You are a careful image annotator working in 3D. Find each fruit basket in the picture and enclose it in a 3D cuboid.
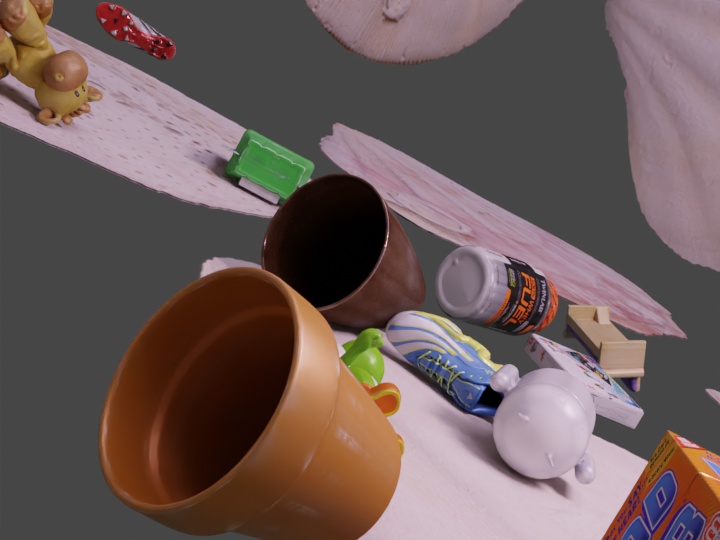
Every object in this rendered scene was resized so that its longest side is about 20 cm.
[{"bbox_3d":[-0.157,-0.166,2.391,0.185,0.094,0.200,28,-4,-7],"label":"fruit basket"}]

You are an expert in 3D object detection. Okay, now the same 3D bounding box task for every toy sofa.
[{"bbox_3d":[0.423,0.136,2.459,0.082,0.098,0.200,0,19,-11],"label":"toy sofa"}]

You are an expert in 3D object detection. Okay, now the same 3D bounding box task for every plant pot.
[{"bbox_3d":[-0.070,0.129,1.097,0.183,0.200,0.200,40,2,-40],"label":"plant pot"},{"bbox_3d":[0.000,0.000,1.844,0.187,0.187,0.200,37,0,37],"label":"plant pot"}]

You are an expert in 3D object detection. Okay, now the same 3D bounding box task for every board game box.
[{"bbox_3d":[0.347,0.171,2.206,0.126,0.035,0.200,23,13,-22],"label":"board game box"},{"bbox_3d":[0.322,0.297,1.212,0.199,0.201,0.200,27,12,-10],"label":"board game box"}]

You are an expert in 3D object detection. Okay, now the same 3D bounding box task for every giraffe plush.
[{"bbox_3d":[-0.469,-0.294,2.073,0.162,0.173,0.200,41,-21,10],"label":"giraffe plush"}]

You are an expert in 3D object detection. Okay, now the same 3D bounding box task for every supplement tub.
[{"bbox_3d":[0.224,0.036,2.274,0.199,0.123,0.122,16,17,-45],"label":"supplement tub"}]

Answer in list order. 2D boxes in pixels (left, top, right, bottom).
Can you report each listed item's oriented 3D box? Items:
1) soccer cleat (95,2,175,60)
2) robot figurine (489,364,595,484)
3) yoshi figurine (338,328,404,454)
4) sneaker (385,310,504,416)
[{"bbox_3d":[-0.502,-0.529,3.130,0.199,0.069,0.085,28,2,-19],"label":"soccer cleat"},{"bbox_3d":[0.220,0.182,1.674,0.170,0.113,0.200,45,13,6],"label":"robot figurine"},{"bbox_3d":[0.001,0.120,1.478,0.112,0.113,0.200,40,2,-29],"label":"yoshi figurine"},{"bbox_3d":[0.122,0.121,1.797,0.199,0.076,0.105,29,12,-5],"label":"sneaker"}]
